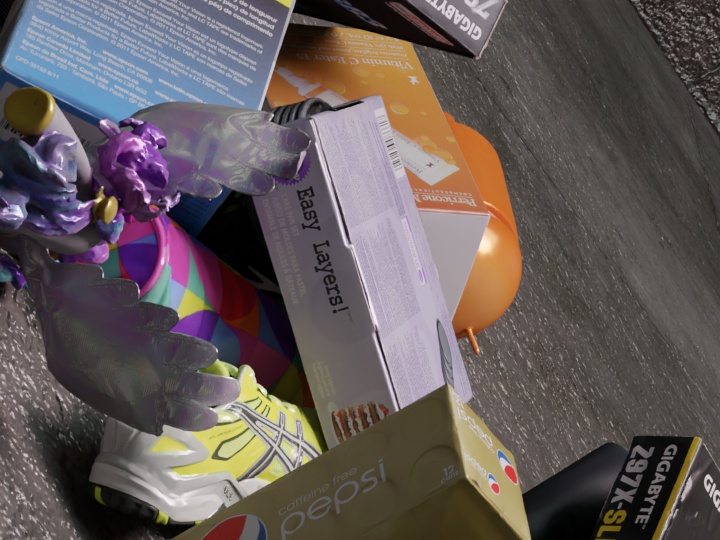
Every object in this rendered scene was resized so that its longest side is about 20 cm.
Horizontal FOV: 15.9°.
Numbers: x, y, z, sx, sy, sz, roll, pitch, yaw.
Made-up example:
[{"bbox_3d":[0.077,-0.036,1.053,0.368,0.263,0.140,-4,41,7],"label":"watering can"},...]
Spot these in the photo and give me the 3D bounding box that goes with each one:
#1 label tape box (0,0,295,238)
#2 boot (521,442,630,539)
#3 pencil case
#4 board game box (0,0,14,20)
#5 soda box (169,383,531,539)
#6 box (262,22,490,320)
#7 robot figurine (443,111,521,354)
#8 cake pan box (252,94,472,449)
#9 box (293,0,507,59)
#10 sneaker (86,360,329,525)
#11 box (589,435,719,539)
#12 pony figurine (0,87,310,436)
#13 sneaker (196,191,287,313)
[{"bbox_3d":[-0.120,-0.134,1.438,0.143,0.066,0.201,26,47,-13],"label":"label tape box"},{"bbox_3d":[0.102,0.210,1.444,0.076,0.167,0.202,26,-51,55],"label":"boot"},{"bbox_3d":[-0.087,0.036,1.420,0.200,0.088,0.089,40,26,-46],"label":"pencil case"},{"bbox_3d":[-0.160,-0.168,1.588,0.200,0.056,0.166,50,18,-30],"label":"board game box"},{"bbox_3d":[-0.019,0.139,1.239,0.064,0.199,0.068,47,20,-35],"label":"soda box"},{"bbox_3d":[-0.013,-0.062,1.639,0.123,0.098,0.201,3,38,-22],"label":"box"},{"bbox_3d":[0.055,-0.031,1.891,0.116,0.144,0.201,10,38,-17],"label":"robot figurine"},{"bbox_3d":[0.000,0.000,1.435,0.184,0.052,0.201,-40,113,-77],"label":"cake pan box"},{"bbox_3d":[-0.039,-0.209,1.593,0.198,0.050,0.200,21,-8,47],"label":"box"},{"bbox_3d":[-0.062,0.084,1.340,0.200,0.075,0.077,-4,109,-62],"label":"sneaker"},{"bbox_3d":[0.178,0.214,1.394,0.200,0.049,0.160,57,48,-35],"label":"box"},{"bbox_3d":[-0.142,-0.030,1.229,0.168,0.192,0.200,-69,154,-11],"label":"pony figurine"},{"bbox_3d":[-0.093,-0.041,1.499,0.200,0.083,0.071,54,52,-9],"label":"sneaker"}]
